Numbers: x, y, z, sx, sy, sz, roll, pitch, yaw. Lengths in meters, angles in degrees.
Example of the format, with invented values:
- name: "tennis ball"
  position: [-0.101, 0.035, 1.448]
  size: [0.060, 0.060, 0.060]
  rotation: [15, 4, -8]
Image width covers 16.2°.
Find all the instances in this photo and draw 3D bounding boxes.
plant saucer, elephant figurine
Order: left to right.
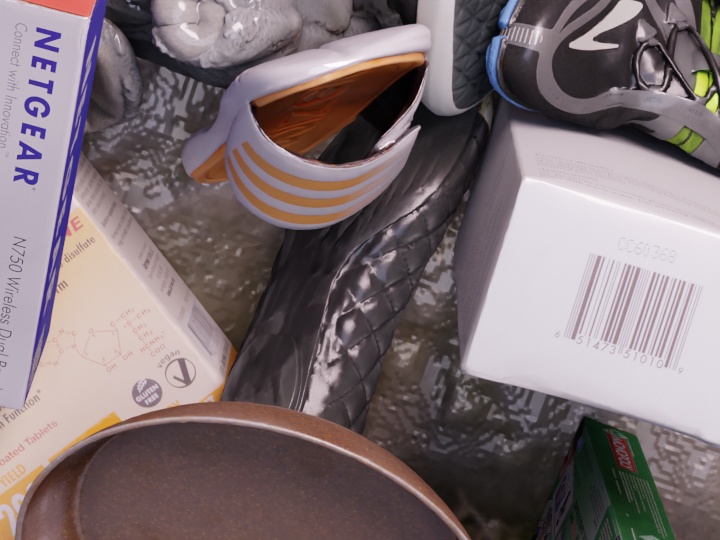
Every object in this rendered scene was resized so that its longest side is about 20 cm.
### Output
- name: "elephant figurine"
  position: [-0.113, -0.128, 0.997]
  size: [0.200, 0.142, 0.155]
  rotation: [-5, 110, 20]
- name: "plant saucer"
  position: [-0.040, 0.119, 1.028]
  size: [0.200, 0.035, 0.201]
  rotation: [7, 134, 7]

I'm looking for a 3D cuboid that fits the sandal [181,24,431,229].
- name: "sandal"
  position: [-0.017, -0.046, 0.990]
  size: [0.079, 0.207, 0.059]
  rotation: [-16, 85, -16]

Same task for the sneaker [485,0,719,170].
- name: "sneaker"
  position: [0.138, -0.078, 1.005]
  size: [0.199, 0.083, 0.071]
  rotation: [13, 101, -31]

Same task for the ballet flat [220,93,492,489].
- name: "ballet flat"
  position: [0.000, 0.000, 1.055]
  size: [0.066, 0.057, 0.200]
  rotation: [19, 74, 35]

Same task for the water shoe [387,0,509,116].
- name: "water shoe"
  position: [0.025, -0.160, 0.975]
  size: [0.079, 0.071, 0.200]
  rotation: [18, 121, 34]

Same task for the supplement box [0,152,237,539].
- name: "supplement box"
  position: [-0.157, 0.007, 1.067]
  size: [0.126, 0.074, 0.200]
  rotation: [-37, 100, 8]

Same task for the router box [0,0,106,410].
- name: "router box"
  position: [-0.195, -0.053, 0.947]
  size: [0.179, 0.049, 0.200]
  rotation: [14, 131, -2]

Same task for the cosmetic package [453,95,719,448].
- name: "cosmetic package"
  position: [0.099, -0.007, 0.997]
  size: [0.113, 0.200, 0.081]
  rotation: [17, 102, -1]

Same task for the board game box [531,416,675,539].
- name: "board game box"
  position: [0.087, 0.152, 1.035]
  size: [0.029, 0.200, 0.135]
  rotation: [20, 103, -5]
